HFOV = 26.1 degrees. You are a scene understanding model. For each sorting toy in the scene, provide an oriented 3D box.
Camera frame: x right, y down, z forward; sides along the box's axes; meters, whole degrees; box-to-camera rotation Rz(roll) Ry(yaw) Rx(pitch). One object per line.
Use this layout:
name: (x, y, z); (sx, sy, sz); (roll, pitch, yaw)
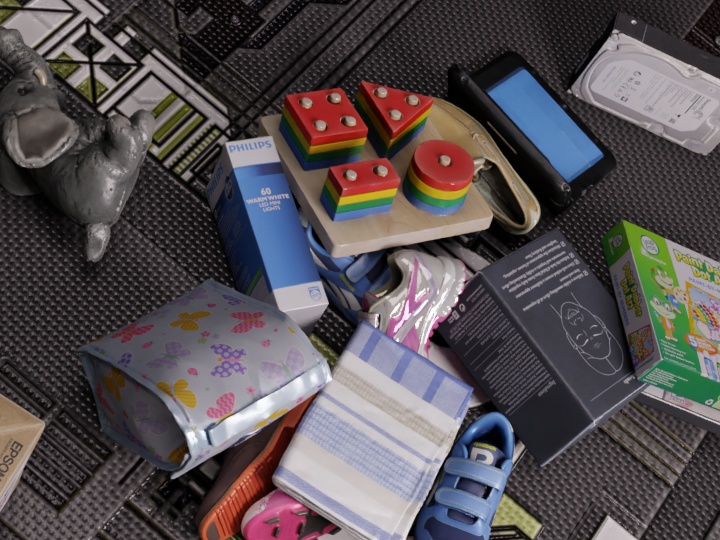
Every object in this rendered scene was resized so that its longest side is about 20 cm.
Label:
sorting toy: (0.021, -0.123, 1.667); (0.197, 0.070, 0.201); (-11, 51, -27)

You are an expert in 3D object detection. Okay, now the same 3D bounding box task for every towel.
towel: (0.015, 0.165, 1.536); (0.146, 0.024, 0.201); (32, 63, -4)

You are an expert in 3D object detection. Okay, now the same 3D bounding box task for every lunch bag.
lunch bag: (-0.147, 0.111, 1.492); (0.169, 0.199, 0.128); (-30, 119, -31)

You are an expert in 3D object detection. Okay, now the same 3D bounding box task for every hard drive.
hard drive: (0.368, -0.223, 1.890); (0.199, 0.140, 0.038); (23, 58, -8)

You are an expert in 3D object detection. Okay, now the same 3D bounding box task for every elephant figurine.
elephant figurine: (-0.325, -0.136, 1.607); (0.199, 0.142, 0.156); (22, 30, -7)

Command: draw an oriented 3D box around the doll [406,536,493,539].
doll: (0.126, 0.310, 1.571); (0.199, 0.049, 0.137); (18, 44, -8)

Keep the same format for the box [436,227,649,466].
box: (0.203, 0.080, 1.673); (0.148, 0.107, 0.200); (-26, 74, -43)

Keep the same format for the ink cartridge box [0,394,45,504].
ink cartridge box: (-0.369, 0.221, 1.373); (0.075, 0.165, 0.201); (31, 58, -4)

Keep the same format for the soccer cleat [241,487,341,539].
soccer cleat: (-0.036, 0.219, 1.563); (0.199, 0.070, 0.087); (-13, 46, -23)

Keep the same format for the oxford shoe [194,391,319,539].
oxford shoe: (-0.112, 0.186, 1.555); (0.072, 0.071, 0.200); (23, 55, 25)

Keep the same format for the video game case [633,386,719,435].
video game case: (0.420, 0.104, 1.803); (0.199, 0.026, 0.182); (22, 58, -8)

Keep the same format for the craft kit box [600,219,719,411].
craft kit box: (0.367, 0.059, 1.710); (0.199, 0.049, 0.198); (20, 40, -29)

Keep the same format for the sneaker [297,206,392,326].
sneaker: (0.000, 0.000, 1.673); (0.199, 0.082, 0.074); (37, 56, -1)

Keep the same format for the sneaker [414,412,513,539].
sneaker: (0.107, 0.221, 1.557); (0.073, 0.083, 0.200); (20, 39, 4)

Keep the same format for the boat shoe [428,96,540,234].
boat shoe: (0.129, -0.123, 1.775); (0.200, 0.076, 0.072); (43, 101, 6)

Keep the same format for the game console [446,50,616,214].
game console: (0.206, -0.179, 1.826); (0.116, 0.176, 0.200); (-42, 81, -3)

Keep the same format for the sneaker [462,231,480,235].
sneaker: (0.039, -0.068, 1.735); (0.198, 0.076, 0.078); (16, 65, 0)

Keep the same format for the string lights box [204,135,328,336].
string lights box: (-0.102, -0.028, 1.638); (0.059, 0.103, 0.201); (-10, 68, -23)

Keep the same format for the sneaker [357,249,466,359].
sneaker: (0.030, 0.065, 1.623); (0.088, 0.081, 0.201); (26, 82, -15)
